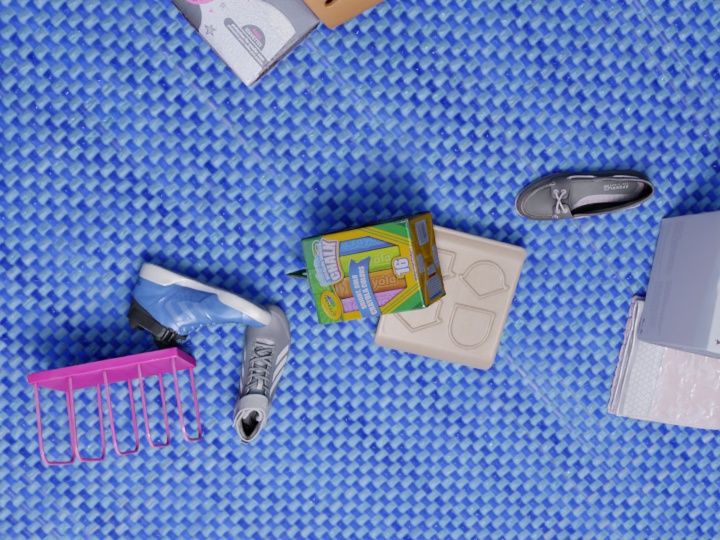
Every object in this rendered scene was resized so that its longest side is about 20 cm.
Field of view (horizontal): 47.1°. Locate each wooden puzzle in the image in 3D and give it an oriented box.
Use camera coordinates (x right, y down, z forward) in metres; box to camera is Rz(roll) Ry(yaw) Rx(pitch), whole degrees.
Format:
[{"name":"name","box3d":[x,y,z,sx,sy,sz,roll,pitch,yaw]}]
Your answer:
[{"name":"wooden puzzle","box3d":[0.130,0.036,1.224,0.185,0.046,0.201,14,105,-7]}]

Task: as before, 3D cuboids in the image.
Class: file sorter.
[{"name":"file sorter","box3d":[-0.331,0.193,1.147,0.199,0.139,0.126,-10,78,-3]}]

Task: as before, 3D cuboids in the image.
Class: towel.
[{"name":"towel","box3d":[0.495,0.144,1.284,0.190,0.032,0.201,6,102,-7]}]

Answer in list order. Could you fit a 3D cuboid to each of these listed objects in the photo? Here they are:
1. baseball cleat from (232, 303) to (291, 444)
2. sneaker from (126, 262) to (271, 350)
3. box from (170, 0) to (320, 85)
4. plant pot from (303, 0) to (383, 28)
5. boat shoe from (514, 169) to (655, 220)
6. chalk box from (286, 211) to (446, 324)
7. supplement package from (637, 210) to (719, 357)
[{"name":"baseball cleat","box3d":[-0.140,0.153,1.190,0.069,0.106,0.201,8,102,-8]},{"name":"sneaker","box3d":[-0.232,0.071,1.165,0.199,0.077,0.112,20,88,2]},{"name":"box","box3d":[-0.166,-0.356,1.075,0.132,0.115,0.200,-41,102,4]},{"name":"plant pot","box3d":[-0.031,-0.404,1.039,0.140,0.200,0.200,-39,103,11]},{"name":"boat shoe","box3d":[0.327,-0.111,1.200,0.199,0.057,0.067,-9,103,-3]},{"name":"chalk box","box3d":[0.000,0.000,1.139,0.199,0.125,0.124,-11,95,21]},{"name":"supplement package","box3d":[0.514,0.027,1.154,0.147,0.200,0.192,12,88,-7]}]
